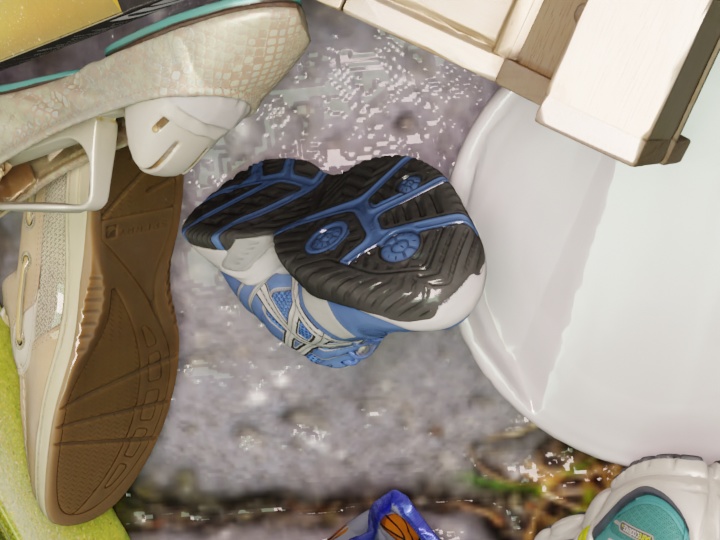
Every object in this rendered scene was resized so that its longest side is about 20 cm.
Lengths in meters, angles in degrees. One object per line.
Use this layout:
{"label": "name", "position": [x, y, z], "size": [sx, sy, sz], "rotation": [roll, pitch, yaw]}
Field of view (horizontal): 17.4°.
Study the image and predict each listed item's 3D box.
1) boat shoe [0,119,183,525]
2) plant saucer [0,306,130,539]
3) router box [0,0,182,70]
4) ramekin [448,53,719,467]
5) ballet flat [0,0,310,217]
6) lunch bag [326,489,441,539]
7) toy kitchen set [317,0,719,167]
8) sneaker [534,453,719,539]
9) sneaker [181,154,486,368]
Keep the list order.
{"label": "boat shoe", "position": [-0.128, 0.016, 1.071], "size": [0.065, 0.072, 0.201], "rotation": [22, 112, 40]}
{"label": "plant saucer", "position": [-0.228, 0.123, 1.114], "size": [0.199, 0.048, 0.200], "rotation": [-25, 102, 11]}
{"label": "router box", "position": [-0.140, -0.188, 0.933], "size": [0.157, 0.052, 0.201], "rotation": [-16, 95, 39]}
{"label": "ramekin", "position": [0.136, -0.021, 1.018], "size": [0.202, 0.094, 0.203], "rotation": [1, 106, 4]}
{"label": "ballet flat", "position": [-0.097, -0.060, 0.973], "size": [0.200, 0.067, 0.063], "rotation": [-15, 77, 34]}
{"label": "lunch bag", "position": [0.011, 0.233, 1.085], "size": [0.170, 0.124, 0.200], "rotation": [-41, 89, 19]}
{"label": "toy kitchen set", "position": [0.055, -0.154, 0.865], "size": [0.200, 0.180, 0.164], "rotation": [25, 98, 10]}
{"label": "sneaker", "position": [0.116, 0.146, 1.032], "size": [0.077, 0.200, 0.080], "rotation": [13, 63, -5]}
{"label": "sneaker", "position": [0.000, 0.000, 1.001], "size": [0.076, 0.200, 0.077], "rotation": [-40, 114, -16]}
